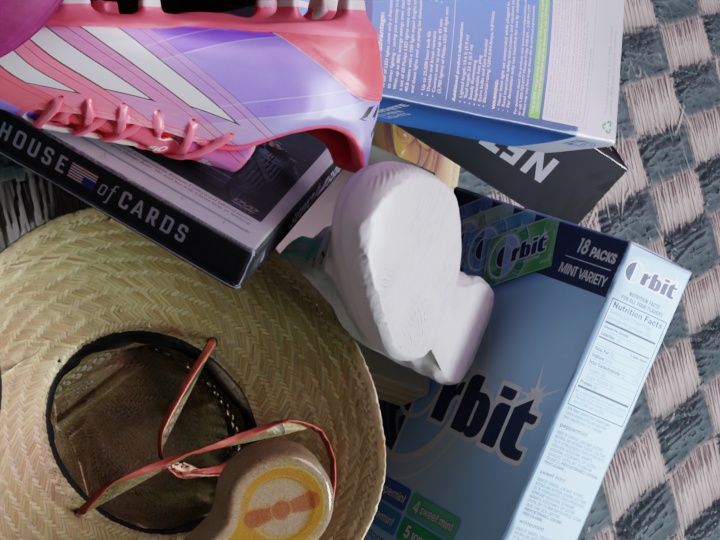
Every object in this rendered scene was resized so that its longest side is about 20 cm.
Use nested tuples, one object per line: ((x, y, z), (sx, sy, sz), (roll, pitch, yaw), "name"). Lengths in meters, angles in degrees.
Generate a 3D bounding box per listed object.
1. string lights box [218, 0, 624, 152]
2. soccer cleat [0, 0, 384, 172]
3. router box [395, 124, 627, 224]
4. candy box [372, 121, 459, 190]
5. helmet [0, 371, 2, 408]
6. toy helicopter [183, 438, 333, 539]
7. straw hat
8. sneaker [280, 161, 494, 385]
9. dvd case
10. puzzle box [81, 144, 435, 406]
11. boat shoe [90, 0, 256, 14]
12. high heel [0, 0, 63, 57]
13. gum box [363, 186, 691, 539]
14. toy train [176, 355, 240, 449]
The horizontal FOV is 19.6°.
((0.032, -0.122, 0.985), (0.199, 0.059, 0.103), (8, 84, -35), "string lights box")
((-0.083, -0.074, 0.852), (0.199, 0.067, 0.077), (-4, 96, -24), "soccer cleat")
((0.036, -0.121, 1.116), (0.200, 0.052, 0.157), (30, 22, -31), "router box")
((0.000, -0.037, 1.178), (0.115, 0.055, 0.200), (47, 40, -38), "candy box")
((-0.223, 0.040, 0.600), (0.200, 0.190, 0.200), (-51, 155, -35), "helmet")
((-0.093, 0.141, 0.827), (0.132, 0.200, 0.079), (43, -1, -18), "toy helicopter")
((-0.094, 0.074, 0.921), (0.085, 0.200, 0.202), (141, -59, -75), "straw hat")
((0.000, 0.000, 0.946), (0.075, 0.088, 0.200), (-65, 162, -13), "sneaker")
((-0.084, -0.071, 0.938), (0.150, 0.025, 0.200), (29, 26, 3), "dvd case")
((-0.048, -0.022, 1.044), (0.200, 0.025, 0.133), (22, 57, -31), "puzzle box")
((-0.131, -0.144, 0.875), (0.199, 0.074, 0.067), (-3, 82, -21), "boat shoe")
((-0.185, -0.163, 0.791), (0.200, 0.096, 0.067), (58, 12, 5), "high heel")
((0.064, 0.069, 1.049), (0.044, 0.170, 0.201), (24, 89, -29), "gum box")
((-0.054, 0.090, 0.994), (0.034, 0.046, 0.201), (-74, 156, -64), "toy train")
